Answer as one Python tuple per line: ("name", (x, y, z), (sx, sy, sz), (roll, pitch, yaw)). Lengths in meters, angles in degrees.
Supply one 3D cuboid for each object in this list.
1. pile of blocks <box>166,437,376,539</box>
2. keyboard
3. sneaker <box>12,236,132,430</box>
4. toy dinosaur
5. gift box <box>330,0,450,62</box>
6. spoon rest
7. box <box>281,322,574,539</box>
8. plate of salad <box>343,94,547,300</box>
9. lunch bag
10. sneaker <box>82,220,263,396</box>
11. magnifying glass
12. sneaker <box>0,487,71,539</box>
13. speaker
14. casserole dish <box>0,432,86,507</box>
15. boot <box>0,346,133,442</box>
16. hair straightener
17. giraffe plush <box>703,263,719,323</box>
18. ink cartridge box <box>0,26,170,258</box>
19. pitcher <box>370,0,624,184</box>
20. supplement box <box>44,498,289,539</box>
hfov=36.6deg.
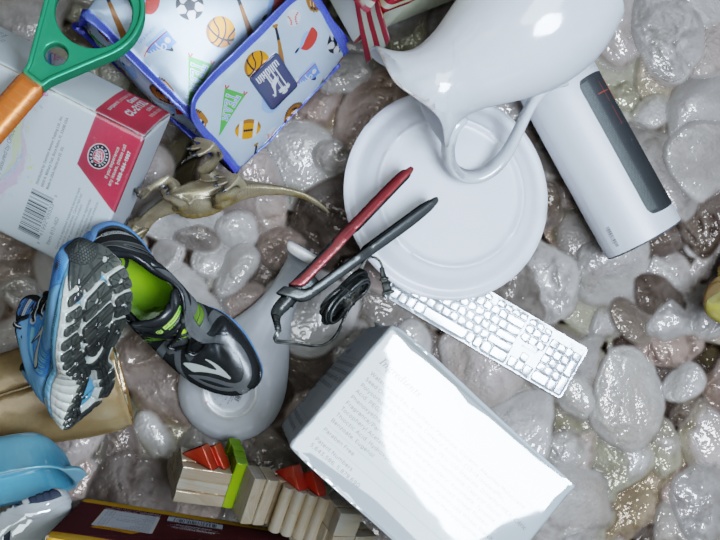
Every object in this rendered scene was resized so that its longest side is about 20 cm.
("pile of blocks", (-0.075, 0.189, 0.970), (0.199, 0.082, 0.062), (21, 106, 1))
("keyboard", (0.121, 0.050, 1.048), (0.199, 0.011, 0.056), (30, 84, -3))
("sneaker", (-0.246, 0.046, 0.873), (0.090, 0.200, 0.078), (36, 44, 12))
("toy dinosaur", (-0.130, -0.073, 0.985), (0.199, 0.101, 0.058), (-13, 68, -8))
("gift box", (0.037, -0.314, 0.973), (0.186, 0.200, 0.185), (-27, 83, -30))
("spoon rest", (-0.094, 0.066, 1.008), (0.099, 0.061, 0.201), (30, 97, -2))
("box", (0.047, 0.157, 0.937), (0.200, 0.199, 0.131), (42, 84, -2))
("plate of salad", (0.080, -0.071, 1.029), (0.199, 0.048, 0.201), (1, 83, -12))
("lunch bag", (-0.128, -0.213, 0.987), (0.170, 0.124, 0.200), (-47, 108, -8))
("sneaker", (-0.164, 0.044, 0.927), (0.071, 0.083, 0.200), (-41, 112, 5))
("magnifying glass", (-0.251, -0.167, 0.881), (0.079, 0.022, 0.200), (37, 74, -1))
("sneaker", (-0.299, 0.294, 0.940), (0.199, 0.080, 0.130), (-43, 79, -6))
("speaker", (0.221, -0.116, 1.035), (0.081, 0.081, 0.201), (-28, 89, -7))
("casserole dish", (-0.340, 0.180, 0.940), (0.199, 0.121, 0.039), (-11, 69, -6))
("boot", (-0.321, 0.080, 0.974), (0.199, 0.066, 0.176), (-14, 100, -6))
("hair straightener", (0.000, 0.000, 0.957), (0.077, 0.041, 0.200), (47, 72, -5))
("giraffe plush", (0.438, 0.065, 1.020), (0.172, 0.200, 0.163), (-32, 119, -10))
("ink cartridge box", (-0.290, -0.113, 0.949), (0.199, 0.083, 0.146), (27, 115, -4))
("pitcher", (0.133, -0.182, 0.954), (0.200, 0.121, 0.172), (-34, 128, 3))
("supplement box", (-0.161, 0.285, 0.906), (0.196, 0.200, 0.134), (10, 85, -5))
